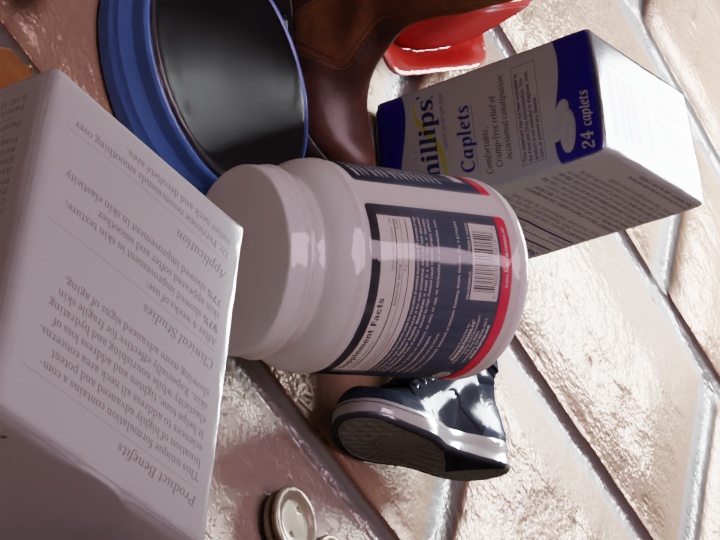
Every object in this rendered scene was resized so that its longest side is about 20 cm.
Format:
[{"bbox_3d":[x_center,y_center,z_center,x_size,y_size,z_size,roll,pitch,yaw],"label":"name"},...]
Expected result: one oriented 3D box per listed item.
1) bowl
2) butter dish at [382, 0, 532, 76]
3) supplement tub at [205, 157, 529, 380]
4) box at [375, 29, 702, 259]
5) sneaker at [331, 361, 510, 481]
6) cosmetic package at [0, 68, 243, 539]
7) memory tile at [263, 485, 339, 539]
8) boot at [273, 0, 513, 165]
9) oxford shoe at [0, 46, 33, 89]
[{"bbox_3d":[-0.102,-0.134,1.415,0.200,0.039,0.202,33,49,-49],"label":"bowl"},{"bbox_3d":[0.085,-0.275,1.692,0.199,0.147,0.202,-16,89,-61],"label":"butter dish"},{"bbox_3d":[0.000,0.000,1.375,0.199,0.140,0.142,5,70,-36],"label":"supplement tub"},{"bbox_3d":[0.142,-0.092,1.646,0.184,0.199,0.106,21,57,-54],"label":"box"},{"bbox_3d":[0.040,0.068,1.513,0.202,0.076,0.147,24,59,-56],"label":"sneaker"},{"bbox_3d":[-0.181,0.039,1.069,0.167,0.165,0.201,43,41,-41],"label":"cosmetic package"},{"bbox_3d":[-0.039,0.257,1.354,0.154,0.017,0.201,54,34,-31],"label":"memory tile"},{"bbox_3d":[0.035,-0.176,1.505,0.068,0.199,0.190,-5,80,-60],"label":"boot"},{"bbox_3d":[-0.194,-0.090,1.209,0.200,0.071,0.072,35,42,-46],"label":"oxford shoe"}]
